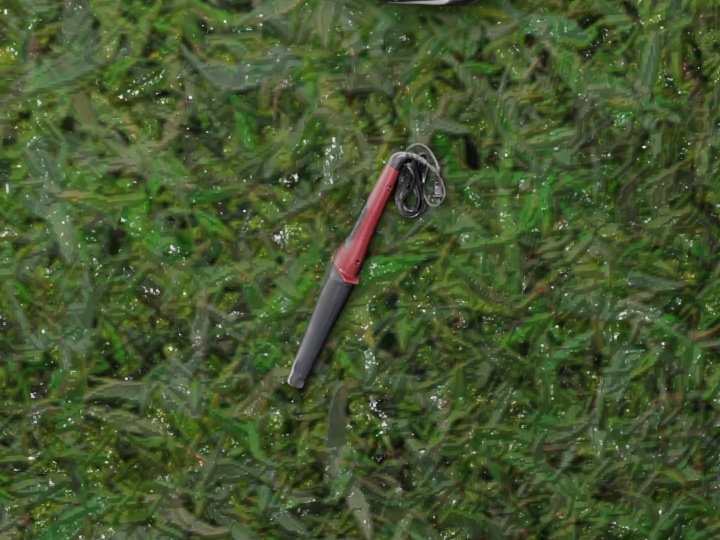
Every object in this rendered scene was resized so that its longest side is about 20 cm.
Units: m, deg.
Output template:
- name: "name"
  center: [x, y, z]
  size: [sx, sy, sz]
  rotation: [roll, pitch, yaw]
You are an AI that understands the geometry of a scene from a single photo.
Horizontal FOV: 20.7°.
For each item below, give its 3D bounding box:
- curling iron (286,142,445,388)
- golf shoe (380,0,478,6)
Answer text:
- name: "curling iron"
  center: [0.000, 0.000, 1.411]
  size: [0.049, 0.026, 0.201]
  rotation: [30, 102, -7]
- name: "golf shoe"
  center: [-0.002, -0.224, 1.316]
  size: [0.198, 0.095, 0.079]
  rotation: [10, 106, -3]
